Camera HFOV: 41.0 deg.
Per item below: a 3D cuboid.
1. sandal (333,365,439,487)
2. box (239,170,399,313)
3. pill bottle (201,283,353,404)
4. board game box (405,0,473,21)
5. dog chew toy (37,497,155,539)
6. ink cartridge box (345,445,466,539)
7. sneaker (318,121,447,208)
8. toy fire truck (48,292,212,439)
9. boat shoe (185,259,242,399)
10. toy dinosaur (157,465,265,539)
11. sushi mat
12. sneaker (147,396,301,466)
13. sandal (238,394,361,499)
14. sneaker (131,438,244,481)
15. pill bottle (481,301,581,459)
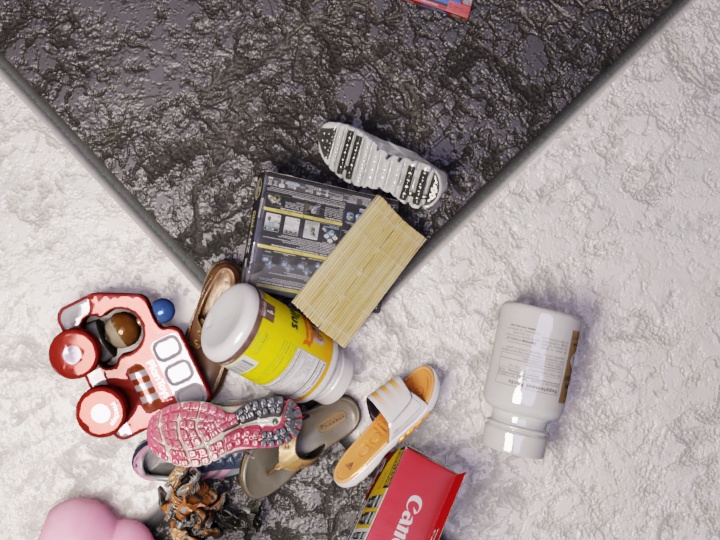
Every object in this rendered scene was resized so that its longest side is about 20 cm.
[{"bbox_3d":[0.028,0.205,1.320,0.207,0.079,0.059,-49,121,-10],"label":"sandal"},{"bbox_3d":[-0.055,-0.036,1.322,0.198,0.049,0.163,10,85,-20],"label":"box"},{"bbox_3d":[-0.105,0.105,1.281,0.199,0.109,0.110,33,86,-34],"label":"pill bottle"},{"bbox_3d":[0.073,-0.438,1.377,0.198,0.019,0.104,17,87,-4],"label":"board game box"},{"bbox_3d":[-0.331,0.383,1.284,0.198,0.124,0.126,22,87,-13],"label":"dog chew toy"},{"bbox_3d":[0.044,0.340,1.262,0.083,0.176,0.201,28,69,-4],"label":"ink cartridge box"},{"bbox_3d":[0.032,-0.149,1.347,0.199,0.081,0.076,29,114,14],"label":"sneaker"},{"bbox_3d":[-0.307,0.118,1.285,0.167,0.112,0.202,-25,92,-2],"label":"toy fire truck"},{"bbox_3d":[-0.205,0.084,1.320,0.071,0.068,0.202,13,88,-5],"label":"boat shoe"},{"bbox_3d":[-0.207,0.338,1.289,0.134,0.201,0.103,12,57,16],"label":"toy dinosaur"},{"bbox_3d":[0.000,0.000,1.302,0.096,0.012,0.200,43,71,-16],"label":"sushi mat"},{"bbox_3d":[-0.175,0.209,1.245,0.198,0.075,0.082,-3,80,-7],"label":"sneaker"},{"bbox_3d":[-0.078,0.240,1.319,0.199,0.055,0.082,-28,102,-18],"label":"sandal"},{"bbox_3d":[-0.211,0.257,1.310,0.198,0.082,0.071,-7,91,-8],"label":"sneaker"},{"bbox_3d":[0.232,0.151,1.335,0.113,0.114,0.202,13,88,-5],"label":"pill bottle"}]
